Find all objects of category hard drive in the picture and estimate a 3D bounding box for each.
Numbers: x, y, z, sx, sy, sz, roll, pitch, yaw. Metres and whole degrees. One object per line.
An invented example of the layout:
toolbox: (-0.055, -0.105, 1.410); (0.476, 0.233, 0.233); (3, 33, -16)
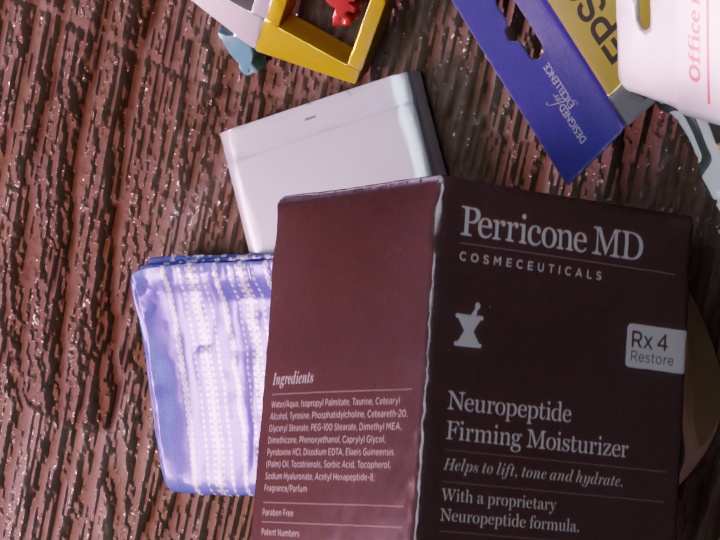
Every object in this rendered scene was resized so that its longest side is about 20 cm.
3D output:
hard drive: (0.000, 0.000, 1.536); (0.131, 0.026, 0.201); (-16, 86, 30)

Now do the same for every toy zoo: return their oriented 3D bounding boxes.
toy zoo: (-0.035, -0.191, 1.499); (0.131, 0.020, 0.201); (29, 130, 10)

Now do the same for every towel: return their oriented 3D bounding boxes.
towel: (-0.055, 0.061, 1.547); (0.199, 0.024, 0.146); (-3, 96, 44)

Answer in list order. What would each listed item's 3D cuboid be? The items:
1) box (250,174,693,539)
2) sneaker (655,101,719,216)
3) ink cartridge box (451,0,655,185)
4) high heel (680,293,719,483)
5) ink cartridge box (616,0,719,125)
box: (0.056, 0.065, 1.380); (0.164, 0.165, 0.201); (-5, 79, 58)
sneaker: (0.213, -0.071, 1.382); (0.080, 0.074, 0.201); (-36, 77, 25)
ink cartridge box: (0.126, -0.184, 1.397); (0.200, 0.047, 0.198); (-42, 56, 19)
high heel: (0.125, 0.093, 1.447); (0.142, 0.071, 0.201); (-4, 98, 28)
ink cartridge box: (0.211, -0.122, 1.248); (0.199, 0.067, 0.117); (23, 125, 44)
